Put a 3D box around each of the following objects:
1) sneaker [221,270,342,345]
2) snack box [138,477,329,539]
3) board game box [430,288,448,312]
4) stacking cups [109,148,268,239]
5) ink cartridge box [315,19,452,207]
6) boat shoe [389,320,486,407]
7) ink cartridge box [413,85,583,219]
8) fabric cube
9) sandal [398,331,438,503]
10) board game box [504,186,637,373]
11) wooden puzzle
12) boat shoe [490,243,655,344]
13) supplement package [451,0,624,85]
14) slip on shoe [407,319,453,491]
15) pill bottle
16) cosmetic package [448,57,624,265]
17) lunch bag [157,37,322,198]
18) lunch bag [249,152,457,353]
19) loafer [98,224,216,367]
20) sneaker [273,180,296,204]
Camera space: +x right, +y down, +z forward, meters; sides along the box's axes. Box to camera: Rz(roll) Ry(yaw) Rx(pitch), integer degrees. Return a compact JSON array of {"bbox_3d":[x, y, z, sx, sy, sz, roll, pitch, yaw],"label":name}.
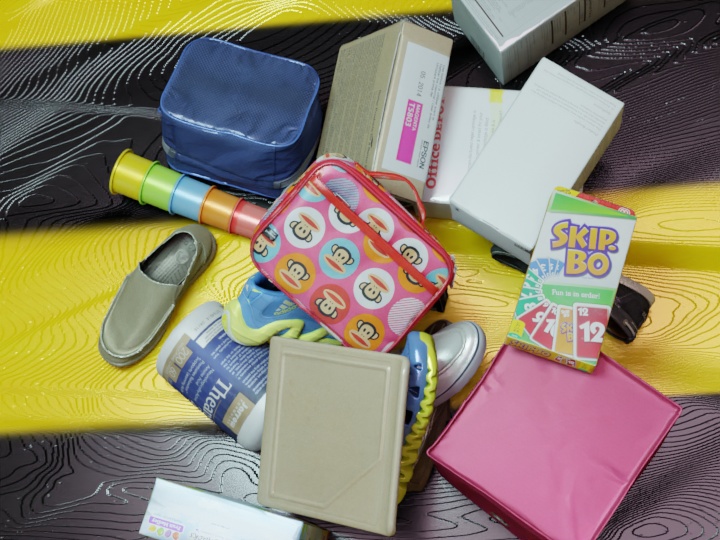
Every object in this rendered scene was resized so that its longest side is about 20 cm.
[{"bbox_3d":[-0.055,0.034,1.620,0.199,0.105,0.076,-7,52,-32],"label":"sneaker"},{"bbox_3d":[-0.133,0.286,1.561,0.168,0.200,0.068,15,79,11],"label":"snack box"},{"bbox_3d":[0.000,0.000,1.646,0.199,0.135,0.028,14,78,10],"label":"board game box"},{"bbox_3d":[-0.205,-0.084,1.738,0.199,0.061,0.061,23,80,7],"label":"stacking cups"},{"bbox_3d":[0.022,-0.173,1.661,0.075,0.165,0.201,16,82,-27],"label":"ink cartridge box"},{"bbox_3d":[0.049,0.119,1.582,0.200,0.070,0.071,-36,51,16],"label":"boat shoe"},{"bbox_3d":[0.165,-0.134,1.683,0.199,0.083,0.146,6,78,8],"label":"ink cartridge box"},{"bbox_3d":[0.207,0.188,1.542,0.196,0.199,0.200,36,83,12],"label":"fabric cube"},{"bbox_3d":[0.029,0.156,1.525,0.087,0.080,0.201,16,107,-2],"label":"sandal"},{"bbox_3d":[0.223,0.002,1.486,0.095,0.030,0.201,18,61,5],"label":"board game box"},{"bbox_3d":[-0.028,0.172,1.513,0.199,0.037,0.186,7,92,39],"label":"wooden puzzle"},{"bbox_3d":[0.237,0.017,1.644,0.199,0.072,0.068,26,77,10],"label":"boat shoe"},{"bbox_3d":[0.220,-0.337,1.711,0.200,0.110,0.114,-34,75,-1],"label":"supplement package"},{"bbox_3d":[0.076,0.157,1.641,0.060,0.076,0.201,29,69,-27],"label":"slip on shoe"},{"bbox_3d":[-0.130,0.136,1.641,0.200,0.111,0.111,38,84,14],"label":"pill bottle"},{"bbox_3d":[0.197,-0.121,1.592,0.113,0.081,0.200,34,84,13],"label":"cosmetic package"},{"bbox_3d":[-0.149,-0.177,1.707,0.199,0.133,0.136,18,59,9],"label":"lunch bag"},{"bbox_3d":[-0.001,-0.024,1.521,0.200,0.082,0.176,41,98,-9],"label":"lunch bag"},{"bbox_3d":[-0.251,0.023,1.706,0.075,0.068,0.201,32,82,13],"label":"loafer"},{"bbox_3d":[-0.075,-0.071,1.638,0.082,0.200,0.071,-14,78,-28],"label":"sneaker"}]
